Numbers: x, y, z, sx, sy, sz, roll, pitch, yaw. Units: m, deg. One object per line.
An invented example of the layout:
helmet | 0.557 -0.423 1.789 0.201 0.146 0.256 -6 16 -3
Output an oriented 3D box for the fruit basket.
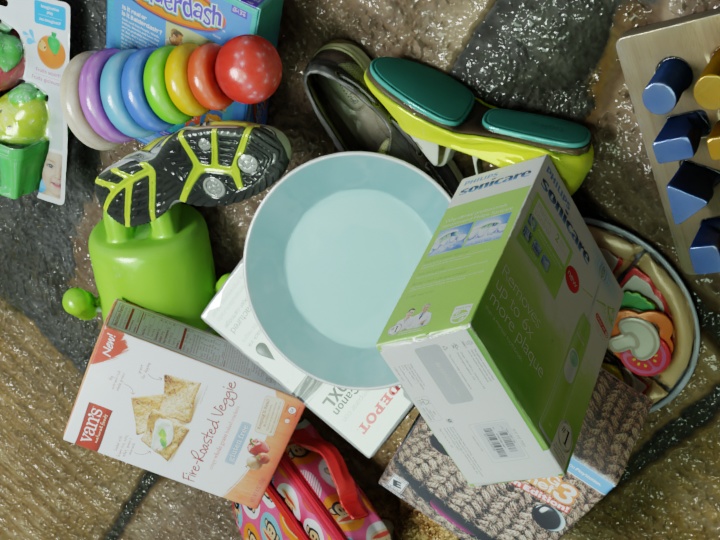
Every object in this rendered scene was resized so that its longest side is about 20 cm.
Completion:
fruit basket | -0.360 -0.177 1.197 0.183 0.094 0.202 19 123 20

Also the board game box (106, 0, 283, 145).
board game box | -0.150 -0.184 1.084 0.151 0.045 0.201 28 137 13

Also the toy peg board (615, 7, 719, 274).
toy peg board | 0.288 -0.080 0.870 0.197 0.098 0.202 -8 114 34

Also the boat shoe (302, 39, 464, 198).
boat shoe | 0.018 -0.098 1.039 0.200 0.065 0.073 49 129 -7

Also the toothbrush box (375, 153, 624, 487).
toothbrush box | 0.111 0.036 0.925 0.085 0.201 0.146 -15 120 35

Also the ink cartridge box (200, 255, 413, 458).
ink cartridge box | -0.016 0.044 1.101 0.199 0.083 0.146 39 101 4

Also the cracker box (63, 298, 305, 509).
cracker box | -0.162 0.127 1.162 0.198 0.058 0.135 21 116 -8

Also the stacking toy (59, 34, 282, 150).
stacking toy | -0.152 -0.154 1.022 0.198 0.085 0.086 -5 116 33

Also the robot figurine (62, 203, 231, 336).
robot figurine | -0.197 0.014 1.202 0.173 0.116 0.202 -7 118 -2

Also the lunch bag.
lunch bag | -0.047 0.250 1.243 0.200 0.081 0.178 48 136 36

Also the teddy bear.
teddy bear | 0.077 0.261 1.229 0.198 0.067 0.147 8 120 26

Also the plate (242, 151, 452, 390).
plate | 0.000 0.000 1.031 0.198 0.026 0.203 2 103 9

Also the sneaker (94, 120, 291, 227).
sneaker | -0.140 -0.097 1.063 0.198 0.077 0.076 -8 120 32

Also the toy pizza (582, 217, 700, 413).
toy pizza | 0.187 0.048 1.053 0.198 0.032 0.202 15 125 22

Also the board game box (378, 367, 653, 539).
board game box | 0.130 0.151 1.082 0.159 0.097 0.201 32 141 5

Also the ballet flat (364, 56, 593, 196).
ballet flat | 0.089 -0.107 0.994 0.198 0.067 0.068 22 130 15
